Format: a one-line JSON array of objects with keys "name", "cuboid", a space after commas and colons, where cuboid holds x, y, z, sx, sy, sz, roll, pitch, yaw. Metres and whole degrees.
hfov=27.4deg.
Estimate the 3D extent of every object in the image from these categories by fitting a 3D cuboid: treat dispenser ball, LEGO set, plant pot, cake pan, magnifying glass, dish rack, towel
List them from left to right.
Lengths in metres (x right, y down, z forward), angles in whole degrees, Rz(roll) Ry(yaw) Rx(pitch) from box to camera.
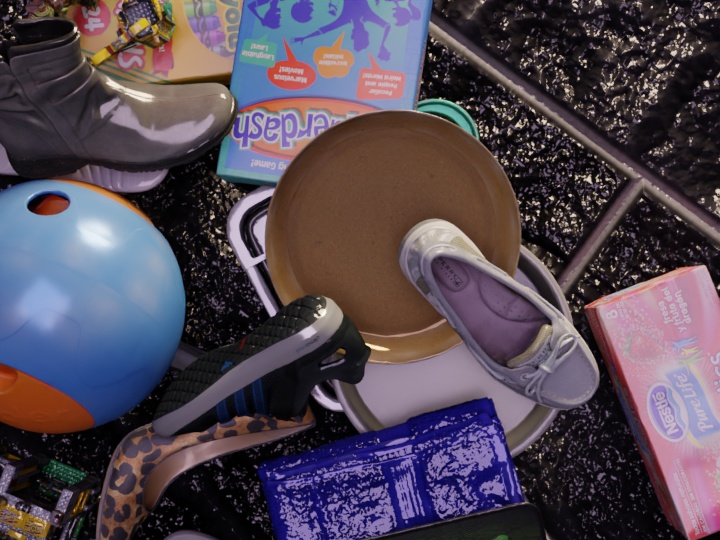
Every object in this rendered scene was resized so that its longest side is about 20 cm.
[{"name": "LEGO set", "cuboid": [-0.311, 0.202, 1.200, 0.199, 0.116, 0.154, 31, 89, 4]}, {"name": "LEGO set", "cuboid": [-0.254, -0.220, 1.169, 0.199, 0.116, 0.155, -13, 87, 9]}, {"name": "treat dispenser ball", "cuboid": [-0.239, 0.028, 1.171, 0.200, 0.201, 0.202, 0, 88, 2]}, {"name": "dish rack", "cuboid": [0.000, 0.000, 1.242, 0.171, 0.044, 0.201, -28, 88, 0]}, {"name": "magnifying glass", "cuboid": [0.020, -0.055, 1.212, 0.080, 0.022, 0.200, 41, 91, 2]}, {"name": "plant pot", "cuboid": [0.025, -0.027, 1.151, 0.199, 0.027, 0.201, -1, 104, -4]}, {"name": "towel", "cuboid": [0.029, 0.194, 1.152, 0.199, 0.050, 0.148, -16, 84, 2]}, {"name": "cake pan", "cuboid": [0.073, 0.063, 1.200, 0.199, 0.037, 0.201, 0, 89, 2]}]

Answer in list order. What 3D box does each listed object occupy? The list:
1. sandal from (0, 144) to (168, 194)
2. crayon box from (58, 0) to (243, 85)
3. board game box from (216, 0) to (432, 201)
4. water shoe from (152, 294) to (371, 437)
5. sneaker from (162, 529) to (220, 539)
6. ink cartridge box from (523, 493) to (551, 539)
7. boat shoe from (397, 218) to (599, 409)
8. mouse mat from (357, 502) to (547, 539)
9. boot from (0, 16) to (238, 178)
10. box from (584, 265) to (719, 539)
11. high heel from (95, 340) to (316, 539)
[{"name": "sandal", "cuboid": [-0.241, -0.106, 1.250, 0.206, 0.059, 0.080, 8, 82, 24]}, {"name": "crayon box", "cuboid": [-0.153, -0.218, 1.249, 0.199, 0.051, 0.128, -8, 88, 1]}, {"name": "board game box", "cuboid": [-0.025, -0.162, 1.192, 0.151, 0.045, 0.201, 8, 87, 6]}, {"name": "water shoe", "cuboid": [-0.079, 0.095, 1.150, 0.200, 0.072, 0.079, -31, 113, 32]}, {"name": "sneaker", "cuboid": [-0.096, 0.296, 1.218, 0.073, 0.085, 0.200, -44, 86, 2]}, {"name": "ink cartridge box", "cuboid": [0.071, 0.273, 1.212, 0.199, 0.085, 0.145, -31, 87, 2]}, {"name": "boat shoe", "cuboid": [0.110, 0.042, 1.126, 0.074, 0.065, 0.202, -43, 111, 5]}, {"name": "mouse mat", "cuboid": [0.055, 0.267, 1.140, 0.199, 0.008, 0.162, -14, 109, 1]}, {"name": "boot", "cuboid": [-0.203, -0.138, 1.130, 0.199, 0.131, 0.068, -9, 51, 7]}, {"name": "box", "cuboid": [0.264, 0.104, 1.202, 0.094, 0.103, 0.201, -21, 89, 2]}, {"name": "high heel", "cuboid": [-0.130, 0.169, 1.225, 0.142, 0.071, 0.201, 21, 80, 9]}]
